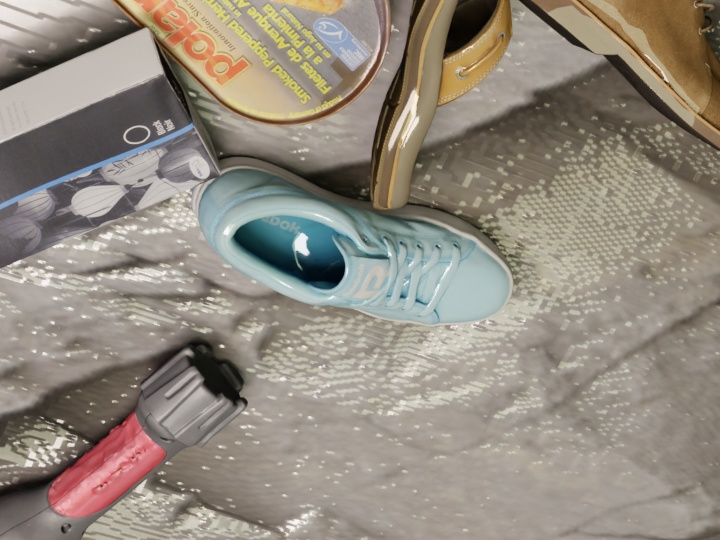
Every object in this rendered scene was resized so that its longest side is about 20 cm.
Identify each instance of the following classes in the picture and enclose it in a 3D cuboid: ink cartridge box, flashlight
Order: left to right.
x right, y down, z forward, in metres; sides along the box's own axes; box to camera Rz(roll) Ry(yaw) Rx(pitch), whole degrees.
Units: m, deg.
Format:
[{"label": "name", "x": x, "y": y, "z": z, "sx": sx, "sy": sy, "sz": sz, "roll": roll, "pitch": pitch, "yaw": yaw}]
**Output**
[{"label": "ink cartridge box", "x": -0.182, "y": -0.050, "z": 0.832, "sx": 0.200, "sy": 0.039, "sz": 0.099, "roll": -22, "pitch": 148, "yaw": 3}, {"label": "flashlight", "x": -0.160, "y": 0.123, "z": 0.928, "sx": 0.200, "sy": 0.068, "sz": 0.068, "roll": -40, "pitch": 121, "yaw": 12}]

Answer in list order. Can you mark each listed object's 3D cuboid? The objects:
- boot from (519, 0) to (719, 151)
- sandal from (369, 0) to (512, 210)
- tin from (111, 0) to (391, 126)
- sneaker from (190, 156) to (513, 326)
[{"label": "boot", "x": 0.177, "y": -0.125, "z": 0.868, "sx": 0.200, "sy": 0.074, "sz": 0.075, "roll": 36, "pitch": 95, "yaw": -22}, {"label": "sandal", "x": 0.050, "y": -0.118, "z": 0.838, "sx": 0.054, "sy": 0.080, "sz": 0.200, "roll": 14, "pitch": 120, "yaw": -5}, {"label": "tin", "x": -0.071, "y": -0.162, "z": 0.819, "sx": 0.112, "sy": 0.042, "sz": 0.200, "roll": -42, "pitch": 116, "yaw": 7}, {"label": "sneaker", "x": 0.000, "y": 0.000, "z": 0.887, "sx": 0.200, "sy": 0.082, "sz": 0.074, "roll": 15, "pitch": 114, "yaw": -17}]
